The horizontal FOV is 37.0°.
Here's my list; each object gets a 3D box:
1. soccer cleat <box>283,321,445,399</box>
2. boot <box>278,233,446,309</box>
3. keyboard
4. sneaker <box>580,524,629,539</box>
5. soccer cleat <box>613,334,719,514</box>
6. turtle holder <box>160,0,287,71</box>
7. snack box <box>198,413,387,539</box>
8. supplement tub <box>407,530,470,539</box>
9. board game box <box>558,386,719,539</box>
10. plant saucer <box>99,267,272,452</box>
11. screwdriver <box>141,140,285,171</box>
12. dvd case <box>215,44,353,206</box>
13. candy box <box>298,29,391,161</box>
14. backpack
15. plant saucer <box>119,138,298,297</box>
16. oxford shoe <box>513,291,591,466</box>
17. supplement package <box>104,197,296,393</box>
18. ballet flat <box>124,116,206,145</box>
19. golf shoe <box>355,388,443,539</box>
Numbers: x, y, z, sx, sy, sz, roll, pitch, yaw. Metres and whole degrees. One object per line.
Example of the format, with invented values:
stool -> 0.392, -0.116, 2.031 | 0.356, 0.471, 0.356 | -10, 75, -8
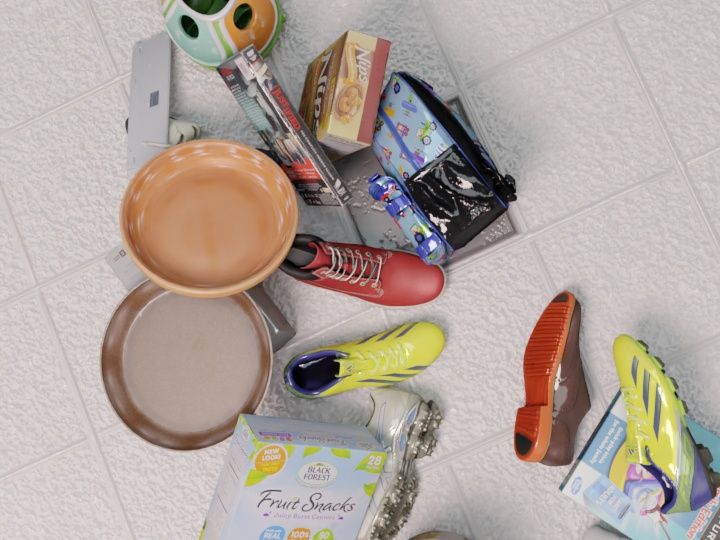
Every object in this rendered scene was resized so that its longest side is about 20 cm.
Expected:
soccer cleat -> 0.005, 0.109, 1.264 | 0.197, 0.084, 0.066 | -16, 83, 5
boot -> 0.000, 0.000, 1.244 | 0.197, 0.144, 0.074 | 9, 86, 7
keyboard -> -0.259, -0.207, 1.319 | 0.055, 0.011, 0.203 | -12, 60, 15
sneaker -> 0.276, 0.398, 1.188 | 0.115, 0.073, 0.203 | 15, 86, 44
soccer cleat -> 0.318, 0.169, 1.175 | 0.083, 0.065, 0.202 | -26, 82, 5
turtle holder -> -0.182, -0.334, 1.302 | 0.140, 0.132, 0.187 | -31, 82, 4
snack box -> -0.081, 0.269, 1.200 | 0.167, 0.068, 0.203 | 10, 106, -31
supplement tub -> 0.083, 0.363, 1.169 | 0.142, 0.200, 0.147 | -1, 80, 7
board game box -> 0.351, 0.243, 1.228 | 0.199, 0.047, 0.152 | 32, 90, 9
plant saucer -> -0.191, 0.099, 1.198 | 0.197, 0.032, 0.204 | -1, 85, 8
screwdriver -> -0.165, -0.139, 1.274 | 0.029, 0.198, 0.028 | -14, 74, 49
dvd case -> -0.090, -0.161, 1.234 | 0.022, 0.146, 0.201 | -38, 104, -12
candy box -> -0.026, -0.194, 1.235 | 0.054, 0.200, 0.117 | 12, 86, -14
backpack -> 0.074, -0.121, 1.224 | 0.134, 0.183, 0.201 | -39, 87, 9
plant saucer -> -0.167, -0.056, 1.200 | 0.197, 0.038, 0.203 | 2, 61, -3
oxford shoe -> 0.233, 0.127, 1.253 | 0.072, 0.071, 0.203 | 16, 83, -20
supplement package -> -0.187, 0.032, 1.278 | 0.117, 0.117, 0.201 | -39, 82, 2
ballet flat -> -0.203, -0.139, 1.318 | 0.200, 0.069, 0.068 | 42, 46, 4
golf shoe -> 0.022, 0.236, 1.269 | 0.096, 0.078, 0.202 | 20, 84, 28
